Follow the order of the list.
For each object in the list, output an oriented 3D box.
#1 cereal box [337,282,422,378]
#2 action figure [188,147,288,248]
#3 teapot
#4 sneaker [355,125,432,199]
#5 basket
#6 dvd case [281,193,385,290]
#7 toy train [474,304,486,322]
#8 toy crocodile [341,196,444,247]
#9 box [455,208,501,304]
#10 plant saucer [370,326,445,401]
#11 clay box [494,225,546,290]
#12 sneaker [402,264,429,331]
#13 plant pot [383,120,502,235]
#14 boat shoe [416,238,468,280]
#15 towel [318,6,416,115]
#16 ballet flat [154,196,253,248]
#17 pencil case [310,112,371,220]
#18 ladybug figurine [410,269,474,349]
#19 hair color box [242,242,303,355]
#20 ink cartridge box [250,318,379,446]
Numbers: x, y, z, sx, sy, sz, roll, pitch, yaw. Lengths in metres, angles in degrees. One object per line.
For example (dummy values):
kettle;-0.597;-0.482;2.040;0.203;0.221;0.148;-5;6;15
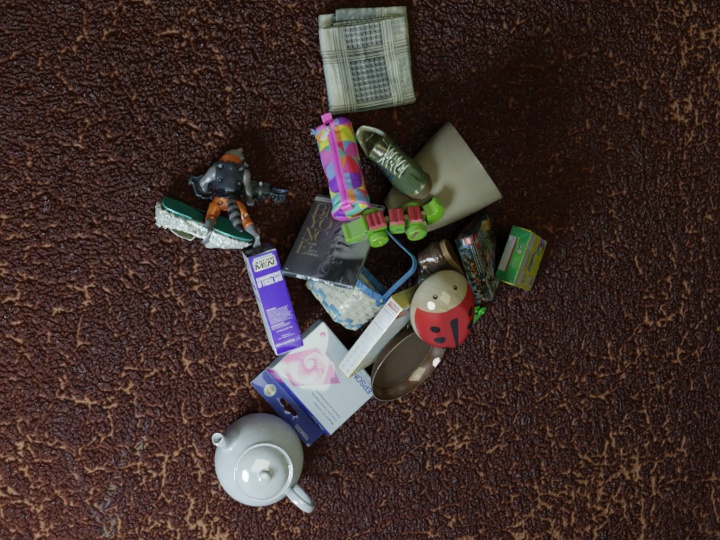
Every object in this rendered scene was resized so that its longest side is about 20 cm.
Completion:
cereal box;0.049;0.118;1.614;0.040;0.143;0.201;43;117;15
action figure;-0.225;-0.145;1.552;0.197;0.105;0.196;-1;71;-19
teapot;-0.196;0.394;1.625;0.197;0.146;0.201;-5;100;-14
sneaker;0.054;-0.214;1.568;0.067;0.201;0.089;-48;139;12
basket;0.000;0.000;1.604;0.200;0.177;0.138;-49;145;15
dvd case;-0.050;-0.060;1.571;0.147;0.016;0.202;11;56;16
toy train;0.196;0.079;1.680;0.199;0.042;0.057;12;121;-53
toy crocodile;0.062;-0.093;1.536;0.197;0.062;0.068;-11;65;-4
box;0.247;-0.033;1.655;0.037;0.200;0.138;-14;105;21
plant saucer;0.095;0.185;1.677;0.199;0.035;0.202;-28;143;-23
clay box;0.342;-0.023;1.706;0.047;0.200;0.116;20;93;22
sneaker;0.137;0.038;1.704;0.093;0.070;0.200;45;84;-8
plant pot;0.151;-0.164;1.629;0.199;0.188;0.188;-36;105;8
boat shoe;0.177;0.002;1.614;0.070;0.071;0.200;-27;141;18
towel;0.015;-0.423;1.618;0.190;0.035;0.203;-10;100;-12
ballet flat;-0.308;-0.082;1.578;0.198;0.072;0.073;23;92;-14
pencil case;-0.037;-0.200;1.576;0.087;0.089;0.203;-11;73;-12
ladybug figurine;0.165;0.085;1.556;0.134;0.072;0.201;-28;139;-7
hair color box;-0.174;0.053;1.600;0.064;0.109;0.203;-19;103;-10
ink cartridge box;-0.092;0.239;1.684;0.200;0.043;0.197;-43;106;-7
